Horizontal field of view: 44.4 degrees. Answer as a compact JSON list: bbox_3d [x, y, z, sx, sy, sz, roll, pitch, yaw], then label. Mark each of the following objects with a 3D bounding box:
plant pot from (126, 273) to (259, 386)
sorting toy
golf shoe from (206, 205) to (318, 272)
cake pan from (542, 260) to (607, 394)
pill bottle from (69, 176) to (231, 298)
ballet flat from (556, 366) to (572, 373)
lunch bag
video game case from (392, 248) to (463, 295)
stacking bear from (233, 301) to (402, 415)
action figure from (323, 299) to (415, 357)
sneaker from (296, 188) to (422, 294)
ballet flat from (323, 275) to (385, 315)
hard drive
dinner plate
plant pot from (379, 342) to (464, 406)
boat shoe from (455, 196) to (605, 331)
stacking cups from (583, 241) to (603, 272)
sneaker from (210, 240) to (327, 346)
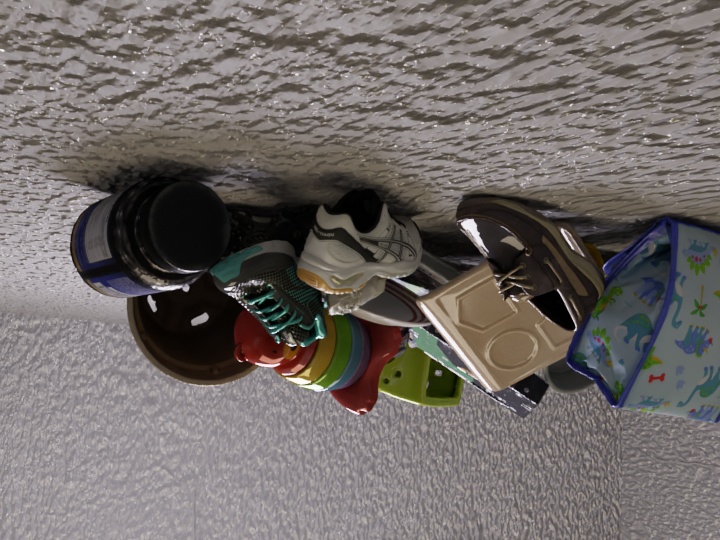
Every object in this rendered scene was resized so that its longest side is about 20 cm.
[{"bbox_3d":[-0.210,0.031,1.134,0.198,0.203,0.183,7,-179,-23],"label":"plant pot"},{"bbox_3d":[0.189,0.044,1.025,0.198,0.037,0.185,-28,125,20],"label":"sorting toy"},{"bbox_3d":[-0.118,-0.028,1.005,0.197,0.079,0.094,3,172,16],"label":"golf shoe"},{"bbox_3d":[0.306,0.071,1.164,0.199,0.202,0.037,12,-158,-43],"label":"cake pan"},{"bbox_3d":[-0.214,-0.033,0.898,0.111,0.114,0.199,10,170,-35],"label":"pill bottle"},{"bbox_3d":[0.262,0.105,1.230,0.198,0.074,0.073,21,163,-37],"label":"ballet flat"},{"bbox_3d":[0.344,0.047,0.957,0.168,0.202,0.128,10,-157,-30],"label":"lunch bag"},{"bbox_3d":[0.096,0.020,1.148,0.181,0.024,0.200,32,170,-1],"label":"video game case"},{"bbox_3d":[-0.064,0.086,1.038,0.113,0.123,0.199,26,-177,41],"label":"stacking bear"},{"bbox_3d":[0.025,0.064,1.340,0.198,0.070,0.130,26,-150,26],"label":"action figure"},{"bbox_3d":[0.015,-0.040,0.888,0.075,0.089,0.199,22,-158,22],"label":"sneaker"},{"bbox_3d":[0.000,0.000,0.995,0.071,0.073,0.200,3,-163,3],"label":"ballet flat"},{"bbox_3d":[0.156,0.123,1.205,0.199,0.038,0.140,33,167,12],"label":"hard drive"},{"bbox_3d":[0.001,0.028,1.101,0.198,0.025,0.200,23,-166,-6],"label":"dinner plate"},{"bbox_3d":[0.073,0.115,1.490,0.179,0.202,0.199,7,174,27],"label":"plant pot"},{"bbox_3d":[0.174,-0.003,0.899,0.199,0.074,0.074,32,154,-24],"label":"boat shoe"},{"bbox_3d":[0.211,0.011,1.118,0.060,0.061,0.199,10,165,-35],"label":"stacking cups"},{"bbox_3d":[-0.079,0.029,0.882,0.077,0.092,0.200,-25,164,15],"label":"sneaker"}]
